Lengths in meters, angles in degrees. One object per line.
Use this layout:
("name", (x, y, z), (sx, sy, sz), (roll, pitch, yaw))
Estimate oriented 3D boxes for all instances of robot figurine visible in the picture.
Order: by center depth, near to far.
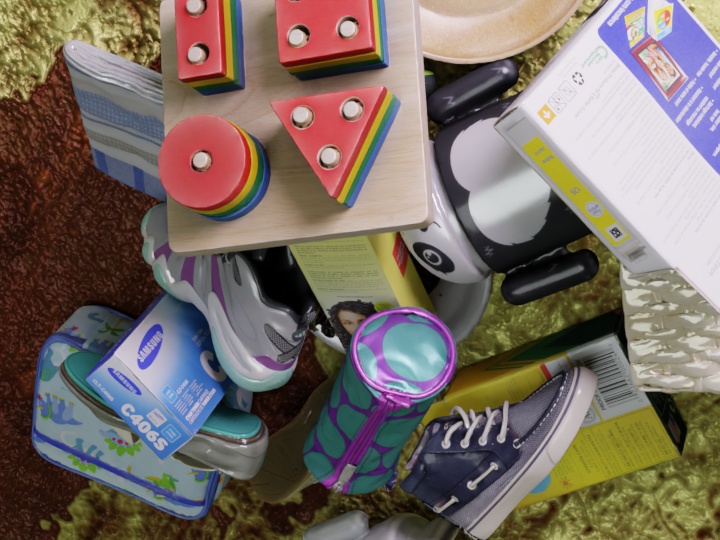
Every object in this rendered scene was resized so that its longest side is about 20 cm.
("robot figurine", (0.121, -0.069, 1.162), (0.200, 0.151, 0.125), (-24, 135, 18))
("robot figurine", (0.016, 0.298, 1.405), (0.200, 0.113, 0.170), (-33, 92, 30))

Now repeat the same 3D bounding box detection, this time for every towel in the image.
("towel", (-0.171, -0.107, 1.252), (0.146, 0.024, 0.200), (24, 156, 8))

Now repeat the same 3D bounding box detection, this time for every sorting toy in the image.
("sorting toy", (-0.057, -0.123, 1.091), (0.199, 0.070, 0.200), (-7, 79, 16))

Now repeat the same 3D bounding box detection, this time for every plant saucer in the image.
("plant saucer", (0.080, -0.254, 1.124), (0.199, 0.035, 0.201), (2, 118, 3))

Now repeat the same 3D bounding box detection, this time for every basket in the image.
("basket", (0.298, 0.015, 1.154), (0.199, 0.123, 0.136), (-2, 115, 21))

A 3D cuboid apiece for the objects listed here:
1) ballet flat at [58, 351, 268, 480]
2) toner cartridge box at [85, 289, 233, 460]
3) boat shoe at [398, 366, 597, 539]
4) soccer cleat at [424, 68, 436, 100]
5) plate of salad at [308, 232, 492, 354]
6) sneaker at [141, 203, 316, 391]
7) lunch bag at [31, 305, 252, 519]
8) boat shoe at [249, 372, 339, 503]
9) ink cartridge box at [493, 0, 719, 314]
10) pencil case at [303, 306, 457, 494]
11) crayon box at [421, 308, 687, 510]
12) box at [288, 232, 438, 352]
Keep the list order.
("ballet flat", (-0.176, 0.133, 1.322), (0.199, 0.067, 0.064), (19, 123, 12))
("toner cartridge box", (-0.149, 0.067, 1.293), (0.095, 0.200, 0.043), (47, 120, -8))
("boat shoe", (0.108, 0.139, 1.252), (0.093, 0.075, 0.200), (29, 122, -5))
("soccer cleat", (-0.012, -0.097, 1.231), (0.200, 0.067, 0.081), (-28, 87, 30))
("plate of salad", (0.013, -0.002, 1.290), (0.199, 0.048, 0.201), (8, 119, 15))
("sneaker", (-0.098, -0.014, 1.249), (0.200, 0.078, 0.140), (49, 132, 21))
("lunch bag", (-0.207, 0.137, 1.422), (0.199, 0.082, 0.161), (24, 124, 8))
("boat shoe", (-0.017, 0.144, 1.373), (0.201, 0.063, 0.073), (-43, 70, 27))
("ink cartridge box", (0.217, -0.093, 1.086), (0.200, 0.198, 0.047), (48, 143, -8))
("pencil case", (0.013, 0.110, 1.219), (0.085, 0.093, 0.200), (20, 146, -2))
("crayon box", (0.162, 0.126, 1.302), (0.200, 0.051, 0.127), (-22, 107, 27))
("box", (0.000, 0.000, 1.195), (0.075, 0.050, 0.200), (-2, 141, 23))
